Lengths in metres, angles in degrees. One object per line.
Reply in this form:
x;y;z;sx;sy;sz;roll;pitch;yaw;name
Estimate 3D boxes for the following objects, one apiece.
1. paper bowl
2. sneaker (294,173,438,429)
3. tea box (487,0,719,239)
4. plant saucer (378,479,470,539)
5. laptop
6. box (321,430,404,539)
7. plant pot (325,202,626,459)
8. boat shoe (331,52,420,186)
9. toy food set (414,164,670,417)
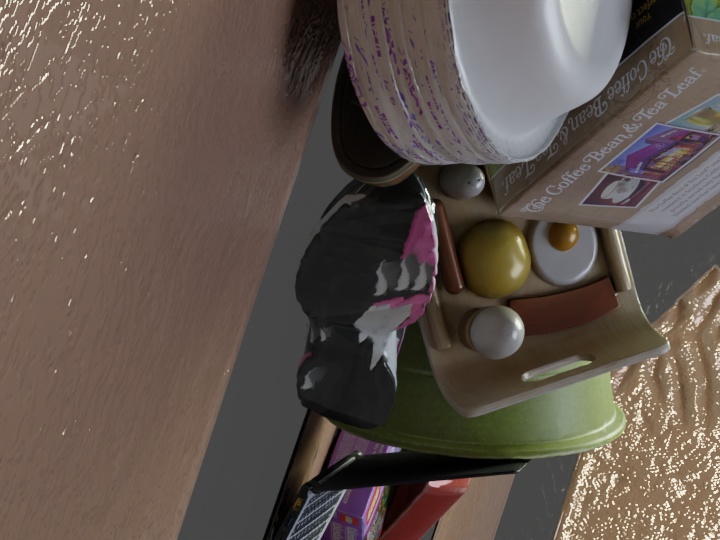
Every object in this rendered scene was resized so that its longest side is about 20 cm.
0.073;-0.155;1.467;0.200;0.104;0.202;-1;90;-65;paper bowl
0.000;0.000;1.684;0.200;0.080;0.087;109;-8;-50;sneaker
0.164;-0.151;1.617;0.200;0.133;0.198;-40;-129;50;tea box
0.060;0.120;2.153;0.200;0.037;0.200;125;-13;-59;plant saucer
0.017;0.176;1.832;0.201;0.116;0.187;-62;172;7;laptop
0.018;0.107;2.062;0.137;0.039;0.201;87;22;-66;box
0.079;0.002;1.835;0.200;0.199;0.191;-44;139;-72;plant pot
0.037;-0.130;1.607;0.068;0.072;0.201;81;28;-69;boat shoe
0.098;-0.027;1.724;0.060;0.143;0.201;-169;-118;-71;toy food set
